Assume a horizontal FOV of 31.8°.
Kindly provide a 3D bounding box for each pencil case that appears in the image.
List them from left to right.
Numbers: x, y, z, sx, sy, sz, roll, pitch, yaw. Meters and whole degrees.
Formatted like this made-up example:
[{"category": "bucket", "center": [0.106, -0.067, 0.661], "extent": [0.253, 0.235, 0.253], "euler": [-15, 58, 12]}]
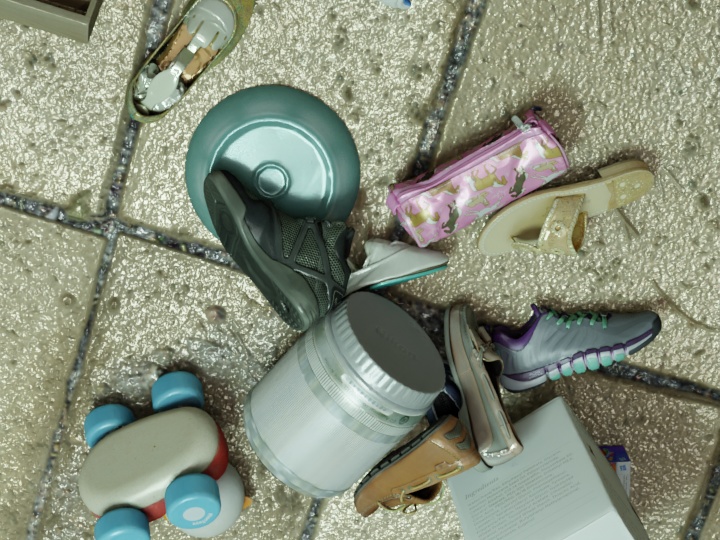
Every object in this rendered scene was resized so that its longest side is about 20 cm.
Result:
[{"category": "pencil case", "center": [0.128, -0.101, 1.391], "extent": [0.199, 0.083, 0.087], "euler": [-29, 107, 9]}]

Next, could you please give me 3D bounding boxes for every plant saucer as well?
[{"category": "plant saucer", "center": [-0.099, -0.104, 1.410], "extent": [0.198, 0.036, 0.202], "euler": [0, 107, -1]}]

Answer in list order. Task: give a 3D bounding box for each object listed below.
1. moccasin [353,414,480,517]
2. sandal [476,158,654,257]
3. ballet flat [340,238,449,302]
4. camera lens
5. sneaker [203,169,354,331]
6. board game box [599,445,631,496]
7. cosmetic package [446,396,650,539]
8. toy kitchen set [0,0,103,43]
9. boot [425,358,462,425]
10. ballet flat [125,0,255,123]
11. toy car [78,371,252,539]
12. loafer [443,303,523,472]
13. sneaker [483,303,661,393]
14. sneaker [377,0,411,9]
[{"category": "moccasin", "center": [0.061, 0.229, 1.393], "extent": [0.078, 0.074, 0.201], "euler": [51, 129, 3]}, {"category": "sandal", "center": [0.234, -0.051, 1.401], "extent": [0.210, 0.070, 0.078], "euler": [-24, 140, 4]}, {"category": "ballet flat", "center": [0.000, 0.000, 1.435], "extent": [0.198, 0.070, 0.070], "euler": [-20, 107, 6]}, {"category": "camera lens", "center": [-0.022, 0.142, 1.409], "extent": [0.160, 0.160, 0.200], "euler": [38, 116, -12]}, {"category": "sneaker", "center": [-0.083, -0.040, 1.378], "extent": [0.114, 0.076, 0.200], "euler": [-35, 78, -29]}, {"category": "board game box", "center": [0.257, 0.317, 1.546], "extent": [0.133, 0.045, 0.202], "euler": [-2, 108, 0]}, {"category": "cosmetic package", "center": [0.215, 0.285, 1.389], "extent": [0.164, 0.201, 0.165], "euler": [-32, 121, 10]}, {"category": "toy kitchen set", "center": [-0.334, -0.371, 1.263], "extent": [0.179, 0.200, 0.164], "euler": [16, 65, -6]}, {"category": "boot", "center": [0.119, 0.204, 1.483], "extent": [0.072, 0.090, 0.201], "euler": [-27, 106, 7]}, {"category": "ballet flat", "center": [-0.181, -0.236, 1.350], "extent": [0.071, 0.071, 0.200], "euler": [40, 103, -12]}, {"category": "toy car", "center": [-0.211, 0.261, 1.480], "extent": [0.176, 0.185, 0.200], "euler": [-26, 135, 7]}, {"category": "loafer", "center": [0.141, 0.125, 1.417], "extent": [0.062, 0.202, 0.072], "euler": [-22, 148, 24]}, {"category": "sneaker", "center": [0.244, 0.070, 1.454], "extent": [0.198, 0.074, 0.088], "euler": [-21, 102, 6]}, {"category": "sneaker", "center": [0.063, -0.371, 1.311], "extent": [0.146, 0.081, 0.200], "euler": [38, 100, -20]}]
